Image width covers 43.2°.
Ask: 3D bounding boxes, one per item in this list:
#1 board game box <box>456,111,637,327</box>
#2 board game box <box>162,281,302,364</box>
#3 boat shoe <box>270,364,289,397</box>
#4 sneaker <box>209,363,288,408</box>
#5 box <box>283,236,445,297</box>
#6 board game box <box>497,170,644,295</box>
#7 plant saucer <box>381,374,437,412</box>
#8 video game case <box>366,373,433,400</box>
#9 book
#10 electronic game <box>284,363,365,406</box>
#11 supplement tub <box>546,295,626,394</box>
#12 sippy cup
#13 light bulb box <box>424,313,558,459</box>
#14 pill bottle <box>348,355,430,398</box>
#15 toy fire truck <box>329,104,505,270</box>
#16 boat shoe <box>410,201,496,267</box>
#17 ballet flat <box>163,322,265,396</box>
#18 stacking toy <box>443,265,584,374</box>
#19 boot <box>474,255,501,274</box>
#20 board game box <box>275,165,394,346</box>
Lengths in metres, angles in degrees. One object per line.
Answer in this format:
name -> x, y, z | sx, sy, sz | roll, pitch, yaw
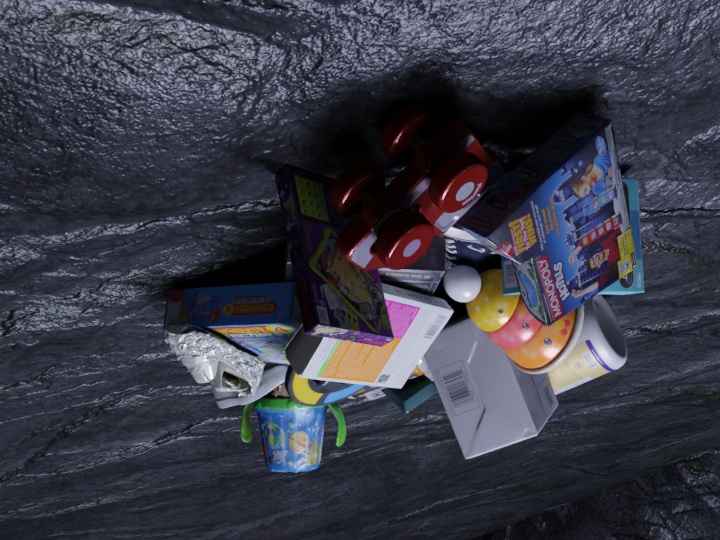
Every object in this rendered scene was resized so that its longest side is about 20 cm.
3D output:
board game box -> 0.217, -0.048, 1.058 | 0.199, 0.062, 0.202 | -29, 119, -18
board game box -> -0.135, 0.078, 1.259 | 0.198, 0.057, 0.196 | -4, 159, 25
boat shoe -> -0.132, 0.162, 1.471 | 0.071, 0.076, 0.201 | -10, 152, -3
sneaker -> -0.180, 0.158, 1.400 | 0.073, 0.085, 0.199 | -28, -176, -43
box -> 0.000, 0.000, 1.176 | 0.197, 0.049, 0.159 | 3, 160, -4
board game box -> 0.273, -0.046, 1.171 | 0.198, 0.153, 0.047 | 0, 174, -27
plant saucer -> 0.058, 0.171, 1.484 | 0.070, 0.200, 0.019 | -33, 114, -11
video game case -> 0.080, 0.177, 1.660 | 0.198, 0.022, 0.182 | -19, 153, 11
book -> 0.017, 0.080, 1.149 | 0.199, 0.048, 0.134 | 16, 114, -46
electronic game -> -0.013, 0.112, 1.224 | 0.199, 0.042, 0.201 | -26, 146, -18
supplement tub -> 0.337, 0.132, 1.556 | 0.199, 0.147, 0.145 | -28, 150, 27
sippy cup -> -0.119, 0.281, 1.590 | 0.138, 0.132, 0.177 | -2, 178, -31
light bulb box -> 0.206, 0.161, 1.427 | 0.124, 0.200, 0.200 | -23, 176, 21
pill bottle -> 0.011, 0.135, 1.440 | 0.198, 0.117, 0.116 | -22, 152, 16
toy fire truck -> 0.069, -0.074, 1.017 | 0.200, 0.112, 0.168 | -47, 151, 7
boat shoe -> 0.124, -0.047, 1.185 | 0.199, 0.075, 0.093 | 9, 139, -39
ballet flat -> -0.193, 0.127, 1.229 | 0.071, 0.072, 0.200 | -24, 150, 20
stacking toy -> 0.192, 0.048, 1.245 | 0.199, 0.147, 0.146 | 22, 139, -28
boot -> 0.266, -0.024, 1.308 | 0.163, 0.066, 0.200 | 10, 143, -24
board game box -> -0.030, -0.016, 1.032 | 0.119, 0.202, 0.032 | 11, 145, -39
